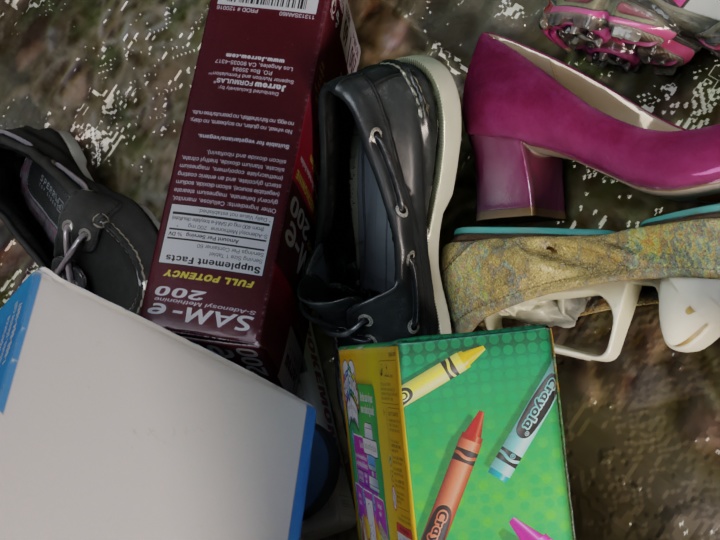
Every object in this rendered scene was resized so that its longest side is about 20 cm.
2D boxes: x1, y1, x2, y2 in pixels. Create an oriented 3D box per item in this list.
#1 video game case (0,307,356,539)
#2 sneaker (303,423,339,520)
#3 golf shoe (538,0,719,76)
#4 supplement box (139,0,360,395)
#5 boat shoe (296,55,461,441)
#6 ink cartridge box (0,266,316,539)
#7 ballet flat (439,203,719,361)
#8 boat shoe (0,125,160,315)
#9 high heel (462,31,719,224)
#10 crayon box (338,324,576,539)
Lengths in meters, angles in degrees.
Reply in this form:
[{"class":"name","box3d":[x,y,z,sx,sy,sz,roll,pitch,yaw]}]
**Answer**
[{"class":"video game case","box3d":[-0.110,0.077,0.905,0.200,0.023,0.182,-23,67,21]},{"class":"sneaker","box3d":[-0.109,0.089,0.844,0.200,0.078,0.066,5,77,27]},{"class":"golf shoe","box3d":[0.180,-0.130,0.782,0.200,0.073,0.092,17,83,30]},{"class":"supplement box","box3d":[-0.049,-0.045,0.836,0.061,0.109,0.200,8,72,9]},{"class":"boat shoe","box3d":[0.002,0.000,0.805,0.074,0.066,0.199,27,116,47]},{"class":"ink cartridge box","box3d":[-0.138,0.132,0.747,0.200,0.145,0.147,-42,30,40]},{"class":"ballet flat","box3d":[0.126,0.008,0.778,0.200,0.071,0.071,-5,74,32]},{"class":"boat shoe","box3d":[-0.156,-0.022,0.899,0.200,0.057,0.067,43,122,50]},{"class":"high heel","box3d":[0.136,-0.077,0.795,0.200,0.067,0.096,-6,84,39]},{"class":"crayon box","box3d":[0.034,0.084,0.685,0.058,0.200,0.119,-6,88,-7]}]
